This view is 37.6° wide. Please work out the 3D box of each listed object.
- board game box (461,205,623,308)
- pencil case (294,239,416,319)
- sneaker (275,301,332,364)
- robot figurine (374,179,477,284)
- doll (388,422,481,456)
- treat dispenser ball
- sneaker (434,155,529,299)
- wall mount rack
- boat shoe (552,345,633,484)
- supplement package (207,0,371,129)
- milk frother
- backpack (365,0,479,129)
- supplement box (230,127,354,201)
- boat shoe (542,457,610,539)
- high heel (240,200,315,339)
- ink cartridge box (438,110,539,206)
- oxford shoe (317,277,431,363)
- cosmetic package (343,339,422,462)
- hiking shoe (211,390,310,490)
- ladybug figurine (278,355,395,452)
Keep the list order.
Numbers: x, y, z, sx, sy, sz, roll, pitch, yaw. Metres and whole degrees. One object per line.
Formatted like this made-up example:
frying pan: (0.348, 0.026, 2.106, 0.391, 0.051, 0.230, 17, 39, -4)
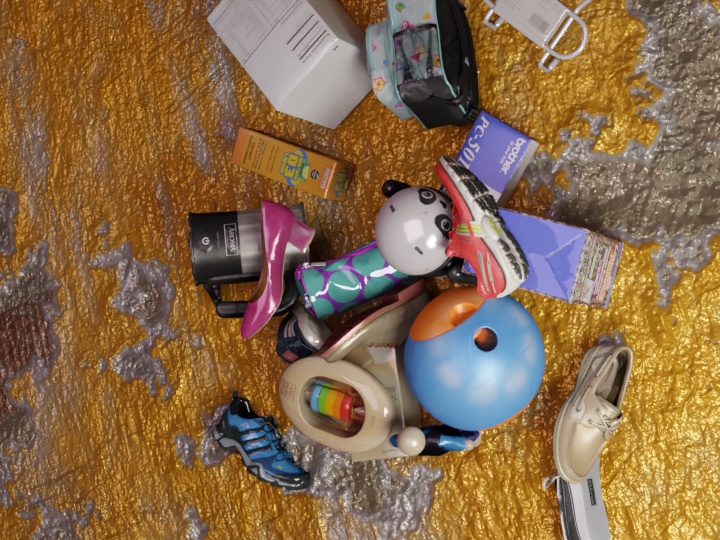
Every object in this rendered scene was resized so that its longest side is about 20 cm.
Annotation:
board game box: (0.254, -0.019, 1.452, 0.158, 0.199, 0.098, 17, 94, 26)
pencil case: (0.000, 0.000, 1.607, 0.198, 0.085, 0.093, -23, 117, -4)
sneaker: (-0.090, 0.111, 1.632, 0.075, 0.200, 0.085, 38, 91, -10)
robot figurine: (0.100, -0.054, 1.484, 0.148, 0.199, 0.127, 11, 93, 25)
doll: (0.103, 0.241, 1.514, 0.135, 0.199, 0.049, -2, 86, 26)
treat dispenser ball: (0.160, 0.123, 1.492, 0.198, 0.200, 0.204, -2, 86, 27)
sneaker: (0.136, -0.055, 1.363, 0.084, 0.077, 0.202, -34, 71, 26)
wall mount rack: (0.275, -0.397, 1.538, 0.200, 0.074, 0.175, 44, 110, 22)
boat shoe: (0.320, 0.192, 1.439, 0.065, 0.072, 0.202, -16, 46, 60)
supplement package: (-0.093, -0.354, 1.653, 0.147, 0.191, 0.201, -44, 69, 18)
milk frother: (-0.178, -0.016, 1.721, 0.185, 0.200, 0.184, -5, 98, -5)
backpack: (0.093, -0.325, 1.567, 0.151, 0.175, 0.203, -3, 79, 24)
supplement box: (-0.112, -0.174, 1.723, 0.198, 0.069, 0.068, 21, 99, 24)
boat shoe: (0.298, 0.295, 1.486, 0.068, 0.073, 0.202, -24, 70, 43)
high heel: (-0.152, -0.001, 1.586, 0.202, 0.095, 0.067, -59, 23, 1)
ink cartridge box: (0.176, -0.126, 1.585, 0.093, 0.044, 0.202, 33, 102, 23)
oxford shoe: (0.029, 0.088, 1.544, 0.199, 0.070, 0.076, -32, 100, -20)
cosmetic package: (0.030, 0.186, 1.627, 0.104, 0.071, 0.203, -12, 82, 25)
hiking shoe: (-0.156, 0.281, 1.715, 0.199, 0.074, 0.088, 30, 101, 25)
ladybug figurine: (-0.031, 0.193, 1.572, 0.198, 0.072, 0.138, 19, 106, 25)
